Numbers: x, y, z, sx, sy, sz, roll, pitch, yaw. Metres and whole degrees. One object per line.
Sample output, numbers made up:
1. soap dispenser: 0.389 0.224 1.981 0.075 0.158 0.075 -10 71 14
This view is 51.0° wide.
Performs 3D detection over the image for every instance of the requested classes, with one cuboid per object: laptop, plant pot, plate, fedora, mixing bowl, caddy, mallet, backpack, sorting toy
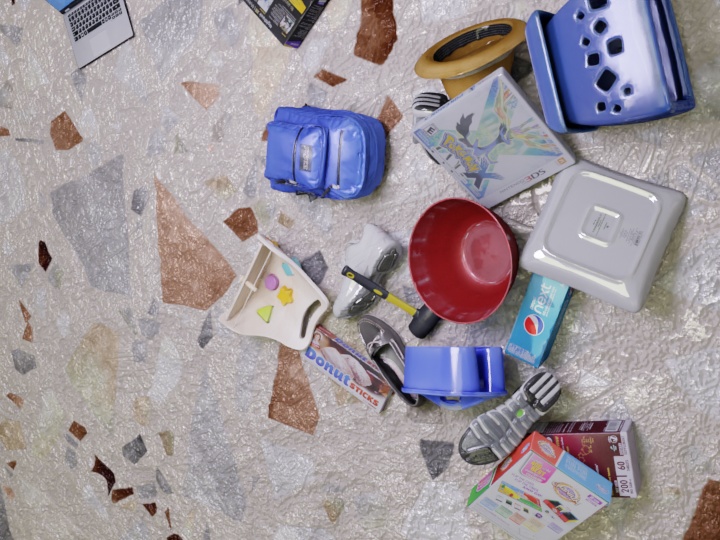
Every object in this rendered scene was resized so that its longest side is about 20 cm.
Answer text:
1. laptop: -0.606 -0.563 1.600 0.184 0.115 0.205 -16 90 30
2. plant pot: 0.350 -0.298 1.073 0.177 0.198 0.205 -12 93 35
3. plate: 0.364 -0.065 1.143 0.197 0.032 0.203 23 80 23
4. fedora: 0.183 -0.321 1.181 0.196 0.202 0.083 -4 124 29
5. mixing bowl: 0.187 -0.023 1.245 0.197 0.107 0.206 10 105 39
6. caddy: 0.156 0.181 1.268 0.198 0.139 0.108 -7 80 55
7. mallet: 0.048 0.056 1.339 0.196 0.041 0.067 25 116 -9
8. backpack: -0.062 -0.198 1.334 0.195 0.167 0.167 12 111 22
9. sorting toy: -0.150 0.057 1.462 0.179 0.106 0.203 36 114 14

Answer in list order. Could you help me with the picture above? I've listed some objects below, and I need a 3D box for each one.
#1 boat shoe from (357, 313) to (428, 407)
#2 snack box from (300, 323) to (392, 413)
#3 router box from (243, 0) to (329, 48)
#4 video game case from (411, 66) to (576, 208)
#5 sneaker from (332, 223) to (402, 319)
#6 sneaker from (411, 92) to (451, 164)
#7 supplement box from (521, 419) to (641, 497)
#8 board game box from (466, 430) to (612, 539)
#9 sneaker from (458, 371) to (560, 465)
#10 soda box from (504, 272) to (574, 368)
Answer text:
1. boat shoe: 0.057 0.164 1.387 0.067 0.057 0.201 -46 76 27
2. snack box: -0.024 0.187 1.454 0.198 0.024 0.073 33 112 21
3. router box: -0.146 -0.539 1.384 0.201 0.052 0.158 50 118 13
4. video game case: 0.207 -0.197 1.181 0.180 0.022 0.199 -27 124 38
5. sneaker: 0.000 0.000 1.392 0.100 0.077 0.202 52 122 33
6. sneaker: 0.178 -0.222 1.252 0.195 0.076 0.117 13 133 10
7. supplement box: 0.352 0.310 1.246 0.196 0.061 0.112 -9 96 30
8. board game box: 0.287 0.366 1.227 0.151 0.041 0.201 33 131 0
9. sneaker: 0.248 0.250 1.256 0.198 0.116 0.076 -37 77 0
10. soda box: 0.302 0.049 1.226 0.063 0.067 0.204 25 109 23
